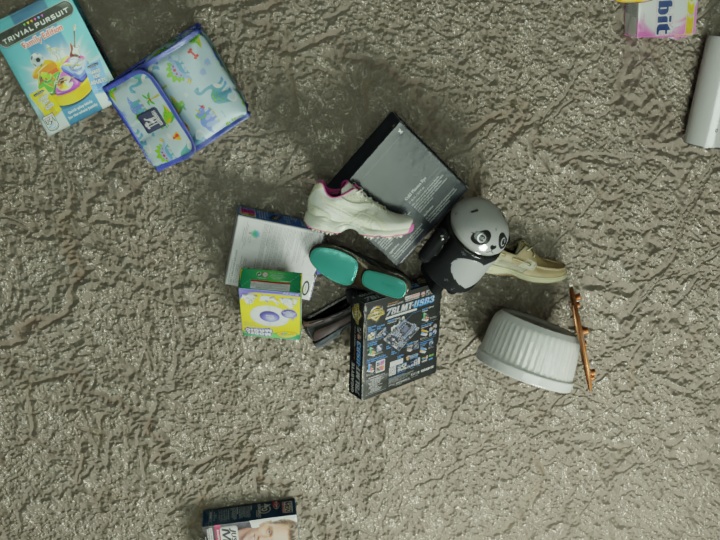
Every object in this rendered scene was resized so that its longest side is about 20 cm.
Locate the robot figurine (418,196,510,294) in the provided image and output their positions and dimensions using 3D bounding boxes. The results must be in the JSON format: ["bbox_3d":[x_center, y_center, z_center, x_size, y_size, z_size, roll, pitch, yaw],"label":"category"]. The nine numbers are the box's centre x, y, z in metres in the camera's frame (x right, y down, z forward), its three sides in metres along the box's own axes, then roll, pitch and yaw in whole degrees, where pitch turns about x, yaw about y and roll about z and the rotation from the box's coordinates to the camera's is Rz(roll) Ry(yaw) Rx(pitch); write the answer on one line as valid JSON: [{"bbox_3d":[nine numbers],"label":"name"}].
[{"bbox_3d":[0.188,-0.040,1.618,0.124,0.150,0.201,38,130,3],"label":"robot figurine"}]

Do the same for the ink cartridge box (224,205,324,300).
[{"bbox_3d":[-0.146,-0.029,1.651,0.195,0.077,0.140,11,108,-10],"label":"ink cartridge box"}]

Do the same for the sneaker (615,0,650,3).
[{"bbox_3d":[0.428,-0.504,1.528,0.196,0.090,0.077,9,111,23],"label":"sneaker"}]

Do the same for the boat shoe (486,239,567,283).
[{"bbox_3d":[0.312,-0.023,1.719,0.195,0.072,0.066,9,109,-5],"label":"boat shoe"}]

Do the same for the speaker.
[{"bbox_3d":[0.667,-0.335,1.656,0.079,0.081,0.205,4,108,-9],"label":"speaker"}]

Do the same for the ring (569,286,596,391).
[{"bbox_3d":[0.432,0.131,1.716,0.019,0.201,0.205,-11,110,10],"label":"ring"}]

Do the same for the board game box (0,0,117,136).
[{"bbox_3d":[-0.514,-0.356,1.509,0.148,0.047,0.203,-25,110,1],"label":"board game box"}]

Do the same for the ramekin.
[{"bbox_3d":[0.330,0.150,1.716,0.196,0.200,0.107,17,95,-13],"label":"ramekin"}]

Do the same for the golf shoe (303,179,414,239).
[{"bbox_3d":[0.001,-0.106,1.539,0.195,0.075,0.094,5,105,-10],"label":"golf shoe"}]

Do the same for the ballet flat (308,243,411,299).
[{"bbox_3d":[0.000,0.000,1.625,0.196,0.069,0.069,23,111,1],"label":"ballet flat"}]

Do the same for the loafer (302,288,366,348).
[{"bbox_3d":[-0.025,0.069,1.705,0.199,0.072,0.063,-38,106,9],"label":"loafer"}]

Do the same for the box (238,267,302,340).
[{"bbox_3d":[-0.165,0.071,1.638,0.114,0.049,0.201,5,149,-1],"label":"box"}]

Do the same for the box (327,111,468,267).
[{"bbox_3d":[0.062,-0.150,1.624,0.182,0.104,0.200,41,99,-19],"label":"box"}]

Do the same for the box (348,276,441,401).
[{"bbox_3d":[0.068,0.125,1.693,0.197,0.049,0.203,-15,116,-36],"label":"box"}]

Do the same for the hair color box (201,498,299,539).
[{"bbox_3d":[-0.226,0.545,1.839,0.195,0.061,0.102,-6,110,-6],"label":"hair color box"}]

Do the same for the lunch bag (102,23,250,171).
[{"bbox_3d":[-0.312,-0.291,1.506,0.197,0.128,0.172,-30,112,3],"label":"lunch bag"}]

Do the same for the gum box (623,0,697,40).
[{"bbox_3d":[0.541,-0.516,1.585,0.110,0.066,0.205,-4,109,-4],"label":"gum box"}]
